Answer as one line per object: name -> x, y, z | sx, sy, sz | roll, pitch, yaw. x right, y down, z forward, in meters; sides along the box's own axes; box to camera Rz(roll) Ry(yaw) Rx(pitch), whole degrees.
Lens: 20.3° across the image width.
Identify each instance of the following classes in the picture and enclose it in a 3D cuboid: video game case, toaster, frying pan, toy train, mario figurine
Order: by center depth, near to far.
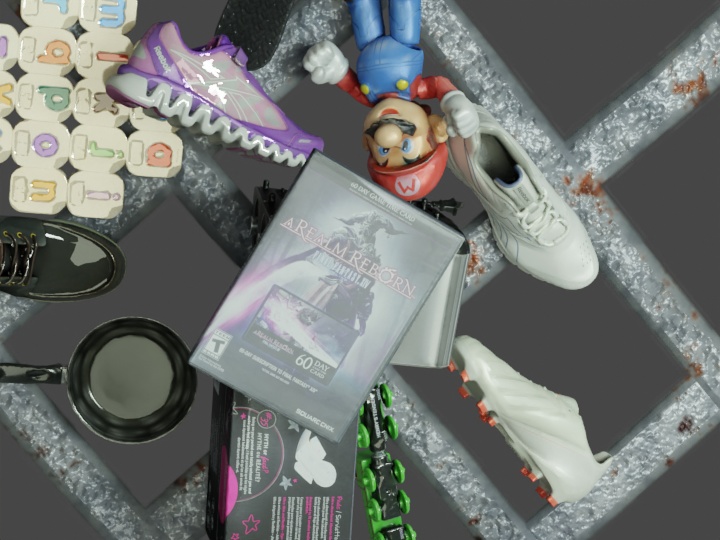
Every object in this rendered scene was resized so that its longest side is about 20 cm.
video game case -> -0.028, 0.023, 1.607 | 0.143, 0.019, 0.200 | 30, 99, -13
toaster -> 0.000, 0.000, 1.708 | 0.199, 0.181, 0.119 | 6, 102, -9
mario figurine -> 0.026, -0.158, 1.711 | 0.106, 0.123, 0.201 | -13, 96, -32
frying pan -> -0.236, 0.106, 1.762 | 0.190, 0.031, 0.115 | -17, 102, -2
toy train -> 0.016, 0.190, 1.804 | 0.042, 0.056, 0.201 | -14, 102, -22

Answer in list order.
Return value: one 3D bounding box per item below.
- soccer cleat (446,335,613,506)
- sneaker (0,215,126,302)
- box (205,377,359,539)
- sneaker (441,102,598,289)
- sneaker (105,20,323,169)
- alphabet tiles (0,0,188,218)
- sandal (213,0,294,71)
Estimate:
soccer cleat -> 0.151, 0.125, 1.813 | 0.078, 0.069, 0.200 | -40, 111, -6
sneaker -> -0.296, -0.006, 1.693 | 0.199, 0.106, 0.075 | 9, 98, -10
box -> -0.067, 0.151, 1.745 | 0.114, 0.132, 0.201 | 2, 101, -12
sneaker -> 0.141, -0.057, 1.765 | 0.074, 0.087, 0.200 | -43, 104, -1
sneaker -> -0.112, -0.151, 1.707 | 0.200, 0.080, 0.089 | 24, 84, -22
alphabet tiles -> -0.247, -0.147, 1.724 | 0.195, 0.015, 0.201 | 3, 99, -9
sandal -> -0.069, -0.264, 1.711 | 0.075, 0.045, 0.200 | 25, 116, -9
